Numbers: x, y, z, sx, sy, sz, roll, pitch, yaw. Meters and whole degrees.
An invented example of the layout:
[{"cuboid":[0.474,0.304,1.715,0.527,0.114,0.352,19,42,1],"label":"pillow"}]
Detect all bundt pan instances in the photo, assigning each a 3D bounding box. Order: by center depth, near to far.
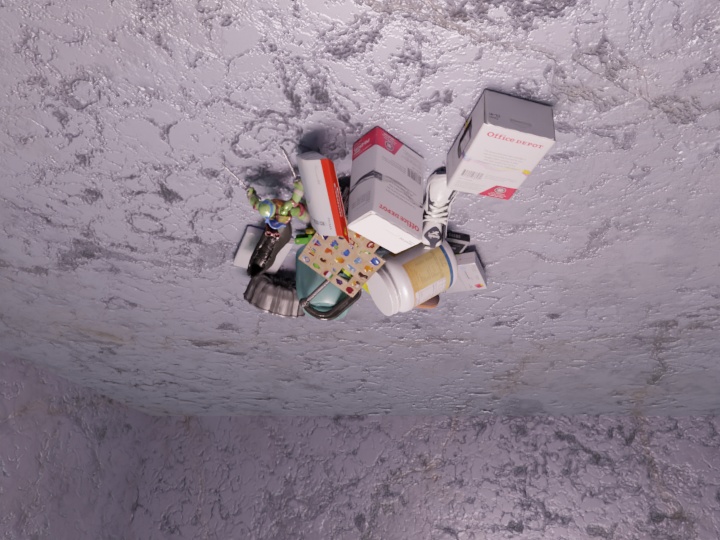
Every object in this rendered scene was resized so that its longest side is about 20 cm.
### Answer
[{"cuboid":[-0.243,0.064,1.688,0.197,0.078,0.202,17,-168,-4],"label":"bundt pan"}]

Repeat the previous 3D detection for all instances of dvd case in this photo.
[{"cuboid":[0.190,-0.050,1.544,0.146,0.025,0.201,9,153,-10],"label":"dvd case"}]

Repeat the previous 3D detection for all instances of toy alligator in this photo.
[{"cuboid":[-0.128,-0.084,1.501,0.195,0.061,0.054,-2,-165,22],"label":"toy alligator"}]

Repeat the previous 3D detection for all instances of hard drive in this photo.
[{"cuboid":[-0.275,-0.053,1.603,0.129,0.026,0.200,14,151,-18],"label":"hard drive"}]

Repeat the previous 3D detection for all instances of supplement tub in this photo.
[{"cuboid":[0.125,0.010,1.400,0.197,0.147,0.145,-26,161,-20],"label":"supplement tub"}]

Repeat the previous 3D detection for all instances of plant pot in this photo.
[{"cuboid":[-0.093,0.041,1.609,0.194,0.165,0.202,3,153,1],"label":"plant pot"}]

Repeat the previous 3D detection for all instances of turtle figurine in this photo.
[{"cuboid":[-0.183,-0.178,1.300,0.142,0.203,0.194,-33,168,9],"label":"turtle figurine"}]

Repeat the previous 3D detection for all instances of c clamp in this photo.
[{"cuboid":[-0.088,0.056,1.477,0.168,0.028,0.200,22,130,-26],"label":"c clamp"}]

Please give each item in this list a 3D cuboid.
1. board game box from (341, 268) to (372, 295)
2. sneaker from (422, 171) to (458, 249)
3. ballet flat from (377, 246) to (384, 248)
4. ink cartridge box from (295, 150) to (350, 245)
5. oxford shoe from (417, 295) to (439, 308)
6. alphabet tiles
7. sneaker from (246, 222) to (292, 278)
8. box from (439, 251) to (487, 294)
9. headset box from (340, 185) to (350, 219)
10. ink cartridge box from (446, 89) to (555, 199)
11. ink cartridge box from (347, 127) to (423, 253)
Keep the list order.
[{"cuboid":[0.000,0.000,1.469,0.048,0.102,0.200,-43,140,5],"label":"board game box"},{"cuboid":[0.173,-0.121,1.292,0.077,0.133,0.200,10,152,-13],"label":"sneaker"},{"cuboid":[0.044,-0.093,1.435,0.196,0.071,0.071,-11,156,34],"label":"ballet flat"},{"cuboid":[-0.077,-0.147,1.157,0.046,0.200,0.164,-15,112,-11],"label":"ink cartridge box"},{"cuboid":[0.155,0.043,1.537,0.197,0.073,0.072,28,140,-34],"label":"oxford shoe"},{"cuboid":[-0.040,-0.035,1.322,0.165,0.008,0.200,35,136,-7],"label":"alphabet tiles"},{"cuboid":[-0.236,-0.056,1.469,0.075,0.091,0.202,28,124,-2],"label":"sneaker"},{"cuboid":[0.239,0.013,1.587,0.195,0.042,0.156,-7,150,23],"label":"box"},{"cuboid":[-0.009,-0.127,1.320,0.196,0.077,0.148,10,161,39],"label":"headset box"},{"cuboid":[0.265,-0.235,1.111,0.143,0.088,0.201,10,151,-10],"label":"ink cartridge box"},{"cuboid":[0.054,-0.159,1.159,0.143,0.205,0.083,25,147,-35],"label":"ink cartridge box"}]
